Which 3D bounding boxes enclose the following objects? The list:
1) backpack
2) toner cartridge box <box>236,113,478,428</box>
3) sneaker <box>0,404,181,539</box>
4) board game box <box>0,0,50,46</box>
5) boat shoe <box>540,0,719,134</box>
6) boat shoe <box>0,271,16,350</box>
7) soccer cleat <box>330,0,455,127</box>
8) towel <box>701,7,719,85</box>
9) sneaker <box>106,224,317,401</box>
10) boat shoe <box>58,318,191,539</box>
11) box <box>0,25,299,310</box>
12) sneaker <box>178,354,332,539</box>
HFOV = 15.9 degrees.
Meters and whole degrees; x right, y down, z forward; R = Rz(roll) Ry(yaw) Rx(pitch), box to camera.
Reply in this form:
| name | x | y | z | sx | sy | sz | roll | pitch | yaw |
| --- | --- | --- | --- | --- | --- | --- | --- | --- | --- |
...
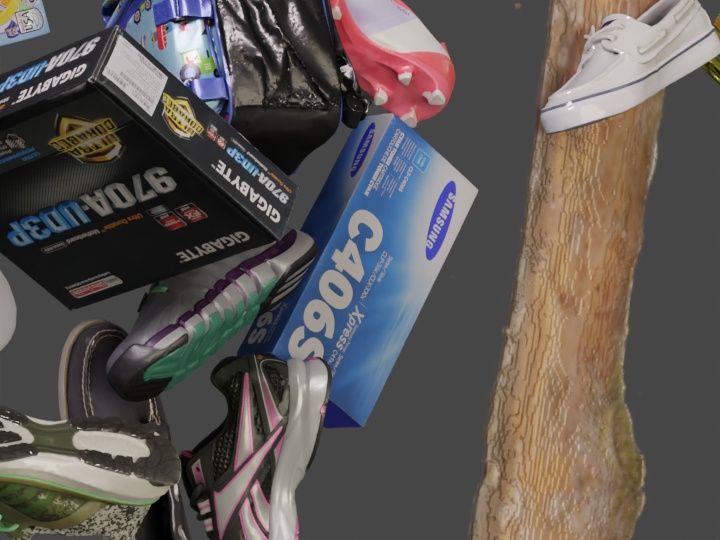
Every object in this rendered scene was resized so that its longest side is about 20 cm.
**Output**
| name | x | y | z | sx | sy | sz | roll | pitch | yaw |
| --- | --- | --- | --- | --- | --- | --- | --- | --- | --- |
| backpack | -0.095 | -0.155 | 1.632 | 0.134 | 0.183 | 0.201 | -3 | 73 | -26 |
| toner cartridge box | 0.000 | 0.000 | 1.778 | 0.095 | 0.043 | 0.200 | 40 | 64 | -31 |
| sneaker | -0.213 | 0.135 | 1.569 | 0.199 | 0.077 | 0.089 | 10 | 116 | -14 |
| board game box | -0.276 | -0.225 | 1.575 | 0.134 | 0.034 | 0.201 | -21 | 100 | -37 |
| boat shoe | 0.194 | -0.159 | 1.934 | 0.200 | 0.073 | 0.066 | -32 | 102 | -46 |
| boat shoe | -0.284 | 0.033 | 1.533 | 0.200 | 0.066 | 0.072 | -21 | 98 | -59 |
| soccer cleat | -0.013 | -0.178 | 1.777 | 0.200 | 0.067 | 0.077 | 37 | 34 | -25 |
| towel | 0.334 | -0.223 | 2.076 | 0.086 | 0.018 | 0.200 | 41 | 63 | -31 |
| sneaker | -0.116 | 0.011 | 1.661 | 0.088 | 0.074 | 0.200 | 43 | 40 | 9 |
| boat shoe | -0.138 | 0.127 | 1.646 | 0.073 | 0.063 | 0.201 | -16 | 96 | -36 |
| box | -0.160 | -0.058 | 1.552 | 0.159 | 0.200 | 0.046 | 42 | 51 | -29 |
| sneaker | -0.082 | 0.148 | 1.695 | 0.086 | 0.080 | 0.201 | 12 | 87 | -6 |
